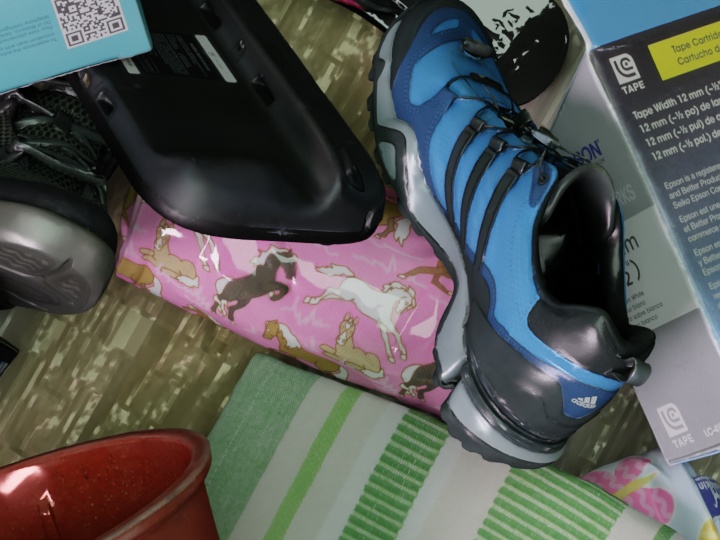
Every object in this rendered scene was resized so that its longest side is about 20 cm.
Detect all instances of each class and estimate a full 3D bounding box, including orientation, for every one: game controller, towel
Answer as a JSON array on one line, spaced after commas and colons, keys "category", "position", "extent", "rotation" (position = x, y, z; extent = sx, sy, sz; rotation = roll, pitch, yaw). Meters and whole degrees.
[{"category": "game controller", "position": [-0.068, -0.076, 0.991], "extent": [0.104, 0.200, 0.042], "rotation": [-5, 129, -28]}, {"category": "towel", "position": [0.011, 0.129, 0.977], "extent": [0.199, 0.023, 0.153], "rotation": [19, 67, 23]}]

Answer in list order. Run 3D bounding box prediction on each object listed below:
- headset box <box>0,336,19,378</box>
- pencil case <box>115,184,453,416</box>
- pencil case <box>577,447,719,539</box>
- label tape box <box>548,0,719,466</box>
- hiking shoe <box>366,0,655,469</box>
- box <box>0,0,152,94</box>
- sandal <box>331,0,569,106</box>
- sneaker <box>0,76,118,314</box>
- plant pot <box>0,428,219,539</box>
[{"category": "headset box", "position": [-0.248, 0.005, 0.979], "extent": [0.199, 0.174, 0.093], "rotation": [36, 86, 3]}, {"category": "pencil case", "position": [0.000, 0.000, 1.030], "extent": [0.199, 0.083, 0.087], "rotation": [24, 100, 1]}, {"category": "pencil case", "position": [0.061, 0.149, 1.016], "extent": [0.199, 0.083, 0.091], "rotation": [-24, 64, -2]}, {"category": "label tape box", "position": [0.151, -0.041, 1.016], "extent": [0.143, 0.066, 0.201], "rotation": [-20, 83, -34]}, {"category": "hiking shoe", "position": [0.064, -0.027, 0.953], "extent": [0.074, 0.087, 0.201], "rotation": [11, 54, -41]}, {"category": "box", "position": [-0.142, -0.155, 1.000], "extent": [0.082, 0.049, 0.201], "rotation": [-16, 45, -2]}, {"category": "sandal", "position": [0.001, -0.140, 1.060], "extent": [0.199, 0.045, 0.075], "rotation": [31, 85, 2]}, {"category": "sneaker", "position": [-0.125, -0.043, 0.975], "extent": [0.076, 0.199, 0.115], "rotation": [26, 84, -14]}, {"category": "plant pot", "position": [-0.112, 0.186, 0.892], "extent": [0.199, 0.201, 0.197], "rotation": [-21, 99, -3]}]
